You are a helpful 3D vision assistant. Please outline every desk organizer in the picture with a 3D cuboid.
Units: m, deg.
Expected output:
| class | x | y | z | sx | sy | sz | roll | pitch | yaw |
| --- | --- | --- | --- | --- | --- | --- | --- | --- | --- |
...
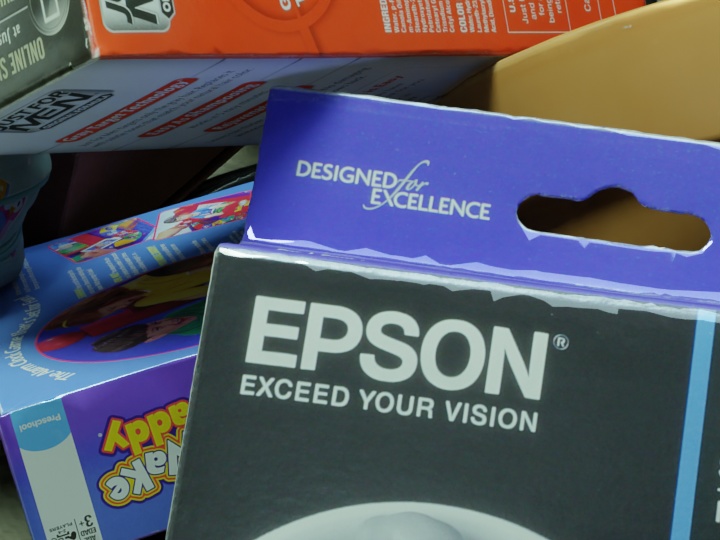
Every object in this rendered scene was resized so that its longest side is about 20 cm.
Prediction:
| class | x | y | z | sx | sy | sz | roll | pitch | yaw |
| --- | --- | --- | --- | --- | --- | --- | --- | --- | --- |
| desk organizer | -0.079 | -0.075 | 0.957 | 0.072 | 0.077 | 0.200 | 31 | 43 | 13 |

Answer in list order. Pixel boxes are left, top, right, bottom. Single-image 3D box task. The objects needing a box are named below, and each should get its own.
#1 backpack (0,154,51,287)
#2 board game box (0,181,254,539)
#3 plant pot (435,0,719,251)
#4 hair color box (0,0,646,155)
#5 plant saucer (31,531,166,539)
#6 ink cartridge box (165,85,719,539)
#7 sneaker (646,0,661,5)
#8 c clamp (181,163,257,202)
| class | x | y | z | sx | sy | sz | roll | pitch | yaw |
| --- | --- | --- | --- | --- | --- | --- | --- | --- | --- |
| backpack | -0.188 | -0.060 | 0.822 | 0.199 | 0.127 | 0.167 | 11 | 25 | 24 |
| board game box | -0.047 | 0.020 | 0.792 | 0.134 | 0.045 | 0.200 | -17 | 14 | -8 |
| plant pot | 0.131 | 0.001 | 0.784 | 0.199 | 0.141 | 0.200 | -12 | -9 | -2 |
| hair color box | -0.024 | -0.075 | 0.754 | 0.199 | 0.062 | 0.101 | -5 | -9 | -40 |
| plant saucer | -0.005 | 0.089 | 0.746 | 0.199 | 0.037 | 0.201 | 4 | 23 | -2 |
| ink cartridge box | 0.054 | 0.053 | 0.656 | 0.197 | 0.201 | 0.043 | 7 | -16 | 6 |
| sneaker | 0.116 | -0.066 | 0.974 | 0.076 | 0.088 | 0.200 | 37 | -3 | 34 |
| c clamp | 0.000 | 0.000 | 0.930 | 0.171 | 0.027 | 0.200 | -38 | 41 | -27 |
